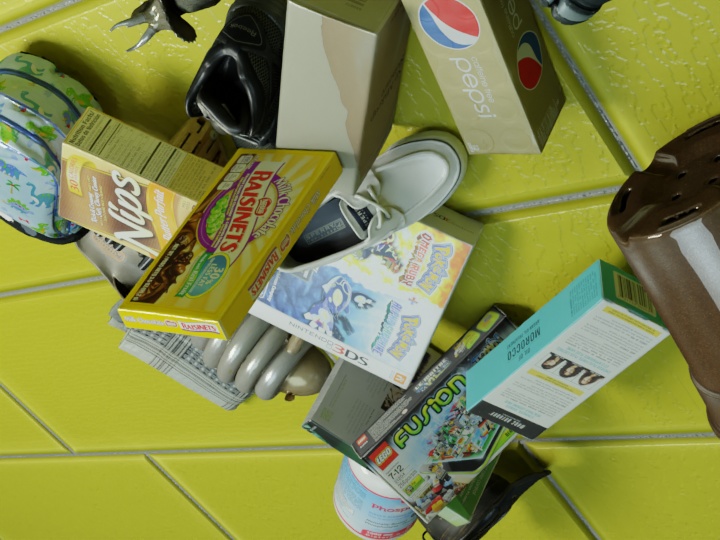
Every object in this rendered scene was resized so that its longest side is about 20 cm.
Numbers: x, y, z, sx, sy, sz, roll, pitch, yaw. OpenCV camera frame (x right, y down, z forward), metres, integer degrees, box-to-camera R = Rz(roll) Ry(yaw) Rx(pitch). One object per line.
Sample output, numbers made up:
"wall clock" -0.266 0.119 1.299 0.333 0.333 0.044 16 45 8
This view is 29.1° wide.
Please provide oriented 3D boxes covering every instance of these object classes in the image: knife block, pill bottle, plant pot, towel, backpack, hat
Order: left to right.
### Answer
"backpack" -0.329 -0.124 1.384 0.163 0.154 0.200 35 133 1
"knife block" -0.211 -0.078 1.407 0.175 0.064 0.200 11 143 23
"towel" -0.199 0.084 1.640 0.200 0.035 0.193 35 146 -9
"pill bottle" 0.033 0.226 1.592 0.108 0.109 0.200 24 147 6
"hat" 0.117 0.257 1.548 0.081 0.200 0.201 51 150 16
"plant pot" 0.300 -0.002 1.040 0.200 0.200 0.198 -17 118 47

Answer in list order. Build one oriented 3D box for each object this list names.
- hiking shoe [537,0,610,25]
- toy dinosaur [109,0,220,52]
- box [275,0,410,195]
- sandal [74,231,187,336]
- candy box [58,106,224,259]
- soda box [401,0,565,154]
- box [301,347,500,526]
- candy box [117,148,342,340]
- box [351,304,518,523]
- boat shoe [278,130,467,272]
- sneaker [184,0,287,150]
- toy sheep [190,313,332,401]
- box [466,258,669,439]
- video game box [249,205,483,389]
"hiking shoe" 0.121 -0.257 0.937 0.200 0.075 0.087 37 139 -29
"toy dinosaur" -0.120 -0.246 1.086 0.077 0.103 0.200 32 147 -7
"box" -0.014 -0.164 1.127 0.077 0.095 0.200 23 147 9
"sandal" -0.237 0.009 1.525 0.200 0.054 0.080 38 109 -9
"candy box" -0.181 -0.062 1.300 0.199 0.055 0.116 24 143 2
"soda box" 0.090 -0.181 1.055 0.067 0.064 0.200 3 138 33
"box" 0.056 0.154 1.448 0.200 0.145 0.036 33 153 -6
"candy box" -0.101 -0.026 1.109 0.102 0.200 0.026 7 137 29
"box" 0.099 0.143 1.372 0.110 0.200 0.035 45 180 -24
"boat shoe" 0.007 -0.052 1.223 0.200 0.065 0.074 -35 99 25
"sneaker" -0.105 -0.138 1.210 0.076 0.114 0.200 24 148 10
"toy sheep" -0.113 0.062 1.471 0.200 0.138 0.138 39 148 9
"box" 0.187 0.077 1.276 0.082 0.049 0.200 25 133 -23
"video game box" 0.000 0.000 1.330 0.182 0.047 0.200 24 129 3
